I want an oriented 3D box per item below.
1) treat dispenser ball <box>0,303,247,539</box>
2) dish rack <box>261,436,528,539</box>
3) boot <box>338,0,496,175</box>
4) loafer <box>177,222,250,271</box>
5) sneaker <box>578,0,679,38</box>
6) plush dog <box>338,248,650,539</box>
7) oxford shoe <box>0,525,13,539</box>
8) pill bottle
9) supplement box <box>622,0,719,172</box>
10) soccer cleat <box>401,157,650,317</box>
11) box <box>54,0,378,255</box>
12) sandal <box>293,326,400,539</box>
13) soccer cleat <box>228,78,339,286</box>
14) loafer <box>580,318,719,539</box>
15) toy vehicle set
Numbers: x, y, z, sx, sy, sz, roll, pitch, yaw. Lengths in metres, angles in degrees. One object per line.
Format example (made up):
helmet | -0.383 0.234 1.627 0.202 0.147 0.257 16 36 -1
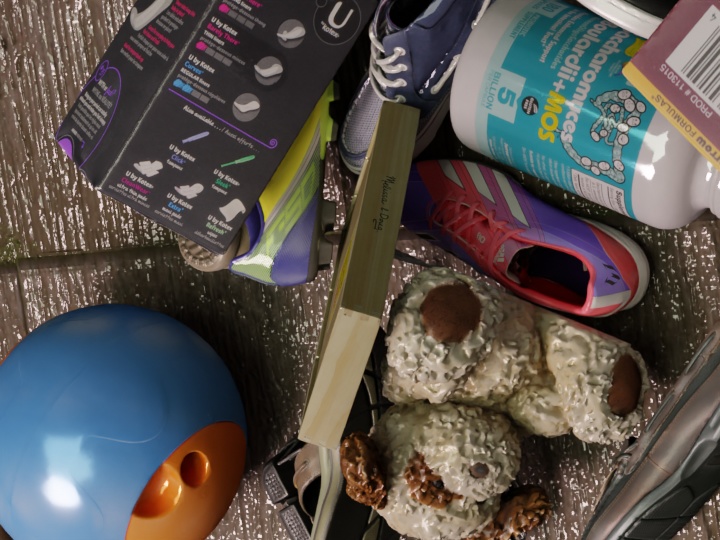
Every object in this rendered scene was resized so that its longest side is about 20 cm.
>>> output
treat dispenser ball | -0.183 0.125 1.418 0.200 0.201 0.202 7 104 31
dish rack | 0.029 0.164 1.382 0.200 0.055 0.154 -32 84 31
boot | 0.028 -0.145 1.285 0.200 0.090 0.073 -51 57 27
loafer | -0.094 -0.097 1.397 0.075 0.068 0.201 0 84 40
sneaker | 0.151 -0.236 1.192 0.200 0.073 0.112 46 121 29
plush dog | 0.061 0.094 1.257 0.160 0.199 0.172 23 91 61
oxford shoe | -0.237 0.258 1.571 0.084 0.073 0.200 -44 77 14
pill bottle | 0.164 -0.096 1.204 0.200 0.111 0.111 24 112 26
supplement box | 0.259 -0.113 1.085 0.131 0.200 0.103 47 120 15
soccer cleat | 0.094 -0.023 1.286 0.200 0.073 0.068 26 114 27
box | -0.098 -0.132 1.276 0.200 0.106 0.122 -58 30 6
sandal | -0.012 0.131 1.333 0.057 0.080 0.202 8 97 46
soccer cleat | -0.058 -0.088 1.336 0.083 0.065 0.201 2 78 -3
loafer | 0.205 0.116 1.258 0.200 0.072 0.063 -52 54 22
toy vehicle set | 0.000 0.000 1.244 0.026 0.200 0.124 15 135 -3
